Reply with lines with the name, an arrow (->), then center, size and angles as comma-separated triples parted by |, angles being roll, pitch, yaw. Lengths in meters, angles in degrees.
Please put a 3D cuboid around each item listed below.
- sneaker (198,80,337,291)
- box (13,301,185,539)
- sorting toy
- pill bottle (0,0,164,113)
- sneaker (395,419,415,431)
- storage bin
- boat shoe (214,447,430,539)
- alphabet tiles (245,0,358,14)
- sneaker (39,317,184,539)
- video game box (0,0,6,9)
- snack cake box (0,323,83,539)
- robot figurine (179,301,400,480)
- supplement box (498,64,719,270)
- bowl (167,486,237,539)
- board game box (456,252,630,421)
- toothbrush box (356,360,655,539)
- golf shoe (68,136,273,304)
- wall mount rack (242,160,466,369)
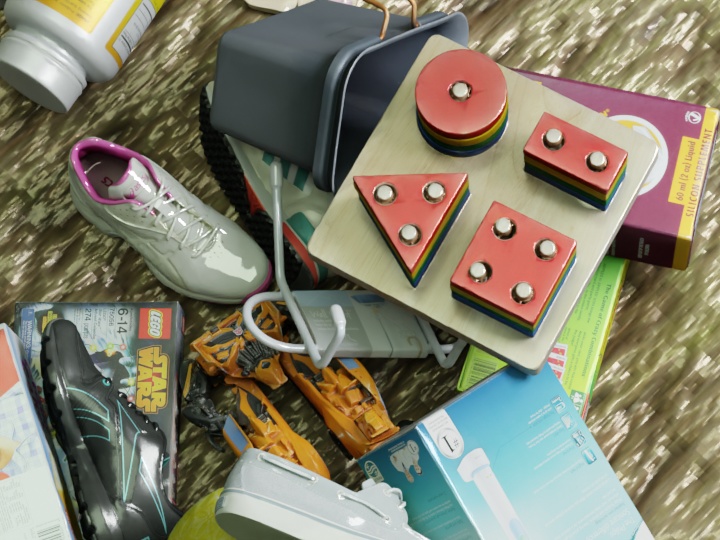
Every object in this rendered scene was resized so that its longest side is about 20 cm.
sneaker -> -0.058, -0.079, 1.735 | 0.093, 0.070, 0.200 | -24, 69, -21
box -> -0.214, 0.125, 1.690 | 0.136, 0.040, 0.201 | -1, 72, 4
sorting toy -> 0.090, -0.059, 1.562 | 0.198, 0.070, 0.200 | 28, 78, 12
pill bottle -> -0.224, -0.235, 1.770 | 0.109, 0.109, 0.200 | 29, 77, 13
sneaker -> 0.017, 0.176, 1.642 | 0.199, 0.075, 0.116 | -6, 67, -7
storage bin -> -0.021, -0.158, 1.677 | 0.134, 0.200, 0.146 | 20, 116, 24
boat shoe -> -0.001, 0.178, 1.490 | 0.200, 0.070, 0.072 | 21, 63, -4
alphabet tiles -> -0.031, -0.309, 1.824 | 0.195, 0.015, 0.201 | 12, 74, 10
sneaker -> -0.196, 0.129, 1.638 | 0.079, 0.075, 0.201 | -16, 78, -14
video game box -> -0.282, -0.342, 1.771 | 0.047, 0.182, 0.200 | 32, 77, 14
snack cake box -> -0.293, 0.155, 1.628 | 0.115, 0.067, 0.201 | -19, 75, -2
robot figurine -> -0.058, 0.096, 1.649 | 0.145, 0.058, 0.200 | -36, 54, -10
supplement box -> 0.170, -0.082, 1.644 | 0.199, 0.086, 0.111 | 12, 74, 9
bowl -> -0.063, 0.263, 1.546 | 0.199, 0.108, 0.201 | 3, 110, 8
board game box -> 0.153, 0.021, 1.684 | 0.101, 0.048, 0.201 | 15, 75, 9
toothbrush box -> 0.116, 0.182, 1.560 | 0.146, 0.085, 0.200 | -30, 86, -40
golf shoe -> -0.161, -0.041, 1.710 | 0.200, 0.092, 0.075 | 30, 75, 15
wall mount rack -> 0.000, 0.000, 1.655 | 0.199, 0.075, 0.174 | 1, 45, -30
